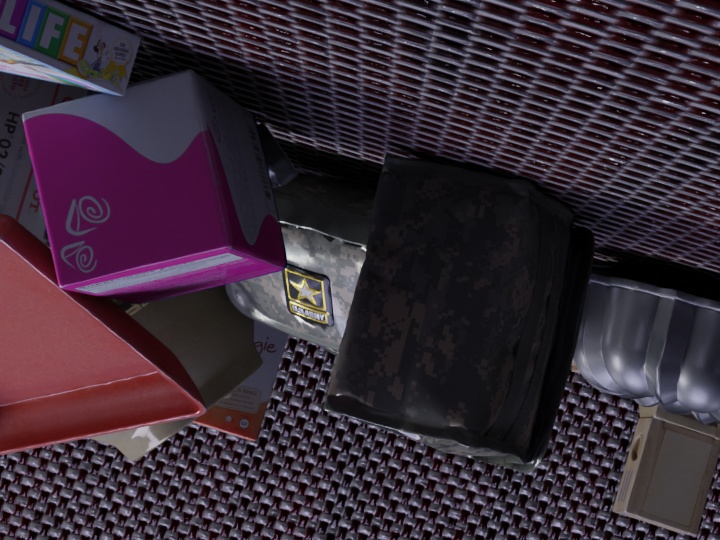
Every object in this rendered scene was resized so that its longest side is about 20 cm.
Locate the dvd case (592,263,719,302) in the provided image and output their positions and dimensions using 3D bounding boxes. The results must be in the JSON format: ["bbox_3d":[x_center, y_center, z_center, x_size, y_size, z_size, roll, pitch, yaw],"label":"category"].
[{"bbox_3d":[0.243,0.023,1.757,0.142,0.018,0.200,17,177,-19],"label":"dvd case"}]

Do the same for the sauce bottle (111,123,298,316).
[{"bbox_3d":[-0.130,-0.019,1.514,0.066,0.200,0.066,55,-179,-2],"label":"sauce bottle"}]

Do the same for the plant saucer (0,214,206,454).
[{"bbox_3d":[-0.220,0.037,1.441,0.199,0.037,0.200,-13,139,34],"label":"plant saucer"}]

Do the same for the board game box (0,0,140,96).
[{"bbox_3d":[-0.234,-0.141,1.291,0.200,0.034,0.134,14,176,40],"label":"board game box"}]

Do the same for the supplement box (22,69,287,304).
[{"bbox_3d":[-0.113,-0.043,1.382,0.103,0.102,0.200,-13,175,5],"label":"supplement box"}]

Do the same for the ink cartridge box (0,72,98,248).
[{"bbox_3d":[-0.209,-0.075,1.551,0.068,0.116,0.200,16,176,-2],"label":"ink cartridge box"}]

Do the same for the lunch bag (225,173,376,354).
[{"bbox_3d":[0.000,0.000,1.655,0.164,0.118,0.200,18,171,27],"label":"lunch bag"}]

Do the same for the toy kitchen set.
[{"bbox_3d":[0.261,0.157,2.475,0.163,0.181,0.200,18,172,-11],"label":"toy kitchen set"}]

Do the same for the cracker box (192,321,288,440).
[{"bbox_3d":[-0.115,0.016,1.852,0.133,0.201,0.058,17,176,-4],"label":"cracker box"}]

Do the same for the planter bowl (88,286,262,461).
[{"bbox_3d":[-0.153,0.049,1.724,0.135,0.200,0.200,53,174,-3],"label":"planter bowl"}]

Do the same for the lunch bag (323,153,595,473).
[{"bbox_3d":[0.074,0.033,1.497,0.117,0.165,0.200,12,175,22],"label":"lunch bag"}]

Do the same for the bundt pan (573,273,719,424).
[{"bbox_3d":[0.237,0.066,1.696,0.201,0.076,0.202,15,176,1],"label":"bundt pan"}]
